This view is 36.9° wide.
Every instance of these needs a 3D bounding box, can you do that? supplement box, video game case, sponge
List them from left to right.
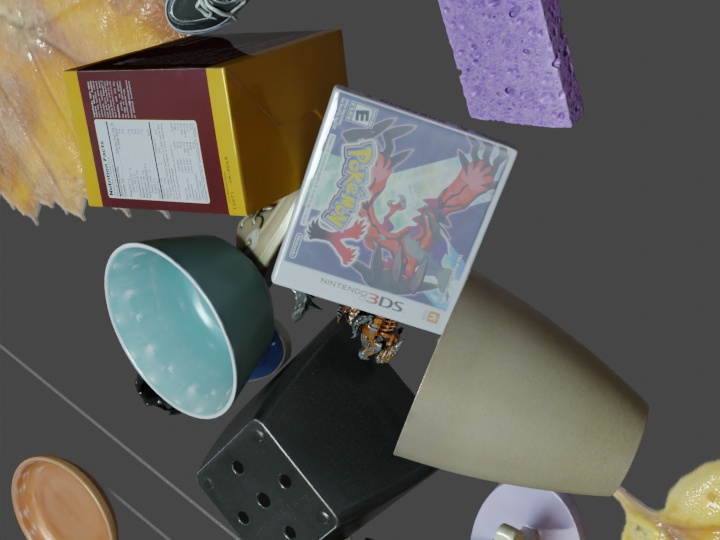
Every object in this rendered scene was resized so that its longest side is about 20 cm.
[{"bbox_3d":[-0.142,-0.150,1.054,0.198,0.197,0.134,5,113,31],"label":"supplement box"},{"bbox_3d":[0.030,-0.052,1.018,0.180,0.023,0.202,17,111,-9],"label":"video game case"},{"bbox_3d":[0.119,-0.217,0.912,0.111,0.030,0.201,14,135,43],"label":"sponge"}]

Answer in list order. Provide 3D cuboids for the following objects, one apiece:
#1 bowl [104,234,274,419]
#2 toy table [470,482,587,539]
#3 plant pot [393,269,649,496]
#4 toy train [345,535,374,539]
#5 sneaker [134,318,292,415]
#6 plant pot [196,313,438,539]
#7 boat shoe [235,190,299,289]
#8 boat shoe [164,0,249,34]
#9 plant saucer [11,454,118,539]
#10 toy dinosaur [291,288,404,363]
[{"bbox_3d":[-0.167,0.044,1.139,0.200,0.105,0.203,24,129,33],"label":"bowl"},{"bbox_3d":[0.155,0.319,1.106,0.182,0.117,0.202,7,112,30],"label":"toy table"},{"bbox_3d":[0.157,0.126,1.003,0.198,0.188,0.189,24,122,7],"label":"plant pot"},{"bbox_3d":[-0.038,0.315,1.274,0.198,0.046,0.034,16,132,27],"label":"toy train"},{"bbox_3d":[-0.176,0.114,1.240,0.198,0.111,0.077,-14,102,36],"label":"sneaker"},{"bbox_3d":[-0.055,0.203,1.158,0.200,0.177,0.200,50,128,6],"label":"plant pot"},{"bbox_3d":[-0.106,-0.035,1.161,0.065,0.072,0.200,44,132,9],"label":"boat shoe"},{"bbox_3d":[-0.136,-0.286,1.075,0.198,0.068,0.074,-11,103,36],"label":"boat shoe"},{"bbox_3d":[-0.417,0.351,1.543,0.198,0.037,0.202,14,116,29],"label":"plant saucer"},{"bbox_3d":[0.000,0.000,1.104,0.134,0.102,0.203,0,98,3],"label":"toy dinosaur"}]
